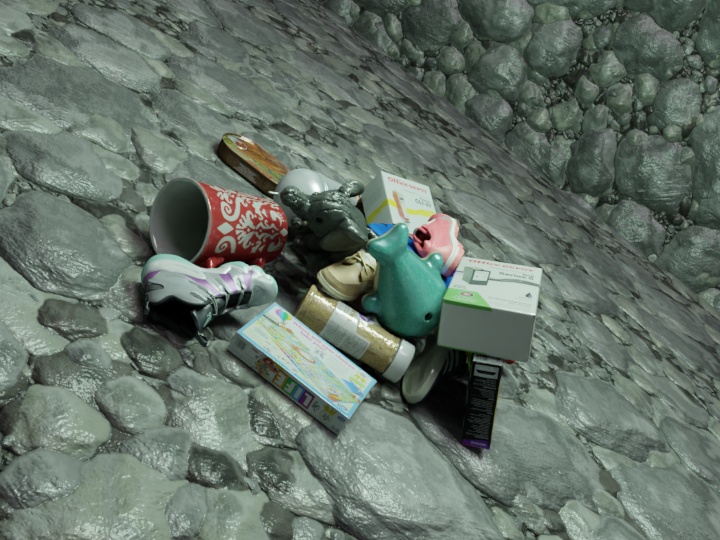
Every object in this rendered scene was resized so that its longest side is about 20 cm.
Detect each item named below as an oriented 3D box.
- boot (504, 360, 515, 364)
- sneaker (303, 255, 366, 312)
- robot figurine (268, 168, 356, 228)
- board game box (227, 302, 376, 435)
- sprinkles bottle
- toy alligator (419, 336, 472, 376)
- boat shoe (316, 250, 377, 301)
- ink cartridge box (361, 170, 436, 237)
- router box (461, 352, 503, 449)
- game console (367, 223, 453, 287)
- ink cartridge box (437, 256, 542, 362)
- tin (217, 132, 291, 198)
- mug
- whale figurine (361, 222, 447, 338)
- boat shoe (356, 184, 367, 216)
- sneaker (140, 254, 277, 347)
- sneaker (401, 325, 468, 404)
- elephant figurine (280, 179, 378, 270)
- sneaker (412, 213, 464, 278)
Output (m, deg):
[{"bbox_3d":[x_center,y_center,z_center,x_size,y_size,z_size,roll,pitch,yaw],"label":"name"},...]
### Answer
[{"bbox_3d":[0.248,0.118,1.512,0.143,0.073,0.200,37,-12,1],"label":"boot"},{"bbox_3d":[-0.030,-0.007,1.488,0.200,0.072,0.080,48,25,10],"label":"sneaker"},{"bbox_3d":[-0.091,-0.127,1.548,0.199,0.167,0.115,17,65,-59],"label":"robot figurine"},{"bbox_3d":[-0.081,0.138,1.183,0.199,0.034,0.134,37,24,6],"label":"board game box"},{"bbox_3d":[-0.010,0.102,1.303,0.198,0.069,0.068,32,23,-5],"label":"sprinkles bottle"},{"bbox_3d":[0.163,0.153,1.456,0.197,0.059,0.055,18,70,-24],"label":"toy alligator"},{"bbox_3d":[0.000,0.000,1.356,0.074,0.069,0.199,47,24,17],"label":"boat shoe"},{"bbox_3d":[0.091,-0.093,1.704,0.143,0.083,0.203,14,51,-36],"label":"ink cartridge box"},{"bbox_3d":[0.205,0.173,1.339,0.050,0.152,0.200,8,23,9],"label":"router box"},{"bbox_3d":[0.088,0.018,1.508,0.200,0.119,0.170,42,20,21],"label":"game console"},{"bbox_3d":[0.213,0.057,1.311,0.143,0.086,0.200,9,22,12],"label":"ink cartridge box"},{"bbox_3d":[-0.209,-0.213,1.677,0.199,0.042,0.112,38,20,9],"label":"tin"},{"bbox_3d":[-0.219,-0.047,1.290,0.131,0.182,0.199,4,1,33],"label":"mug"},{"bbox_3d":[0.075,0.024,1.309,0.104,0.157,0.202,46,-19,50],"label":"whale figurine"},{"bbox_3d":[0.003,-0.155,1.795,0.198,0.074,0.076,13,30,-39],"label":"boat shoe"},{"bbox_3d":[-0.206,0.053,1.130,0.196,0.079,0.141,5,37,-18],"label":"sneaker"},{"bbox_3d":[0.136,0.162,1.349,0.085,0.074,0.201,54,43,-18],"label":"sneaker"},{"bbox_3d":[-0.044,-0.085,1.328,0.142,0.155,0.200,48,-19,6],"label":"elephant figurine"},{"bbox_3d":[0.135,-0.067,1.493,0.086,0.074,0.201,28,20,-15],"label":"sneaker"}]
